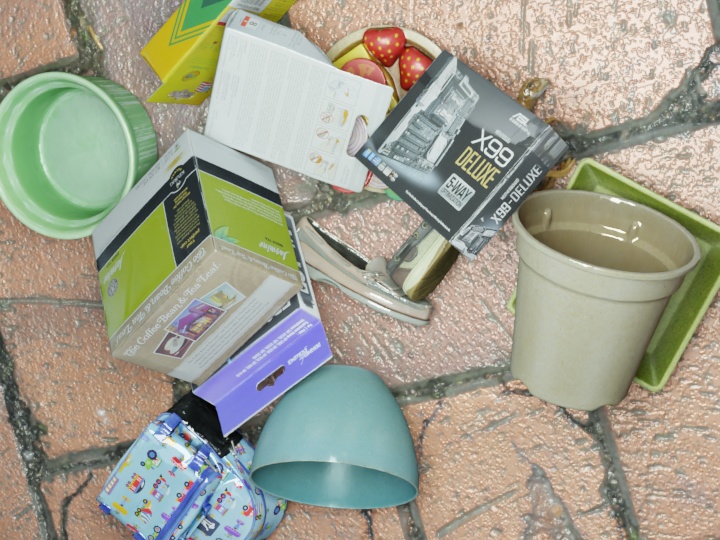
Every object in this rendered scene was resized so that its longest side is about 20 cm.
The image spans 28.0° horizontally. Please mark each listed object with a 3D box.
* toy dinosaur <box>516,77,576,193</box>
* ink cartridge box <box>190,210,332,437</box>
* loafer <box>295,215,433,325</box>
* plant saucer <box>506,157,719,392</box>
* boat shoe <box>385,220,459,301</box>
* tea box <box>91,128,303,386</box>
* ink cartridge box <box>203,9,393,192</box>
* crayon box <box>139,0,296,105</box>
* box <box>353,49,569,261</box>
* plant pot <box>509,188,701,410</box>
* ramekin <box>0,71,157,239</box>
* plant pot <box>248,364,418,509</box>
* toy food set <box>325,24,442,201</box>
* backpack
[{"bbox_3d":[0.175,-0.117,1.606,0.106,0.060,0.201,27,67,-19],"label":"toy dinosaur"},{"bbox_3d":[-0.132,0.062,1.705,0.198,0.043,0.201,-38,54,30],"label":"ink cartridge box"},{"bbox_3d":[0.000,0.000,1.708,0.199,0.072,0.063,25,100,15],"label":"loafer"},{"bbox_3d":[0.296,0.002,1.621,0.199,0.048,0.201,29,109,10],"label":"plant saucer"},{"bbox_3d":[0.099,-0.061,1.653,0.065,0.073,0.201,38,95,21],"label":"boat shoe"},{"bbox_3d":[-0.192,-0.013,1.659,0.200,0.133,0.198,-42,44,28],"label":"tea box"},{"bbox_3d":[-0.069,-0.191,1.638,0.198,0.050,0.163,19,133,0],"label":"ink cartridge box"},{"bbox_3d":[-0.168,-0.277,1.669,0.200,0.127,0.051,-45,76,20],"label":"crayon box"},{"bbox_3d":[0.104,-0.126,1.540,0.158,0.050,0.200,-49,45,5],"label":"box"},{"bbox_3d":[0.241,0.039,1.534,0.199,0.201,0.185,16,117,14],"label":"plant pot"},{"bbox_3d":[-0.346,-0.145,1.771,0.198,0.098,0.202,4,102,17],"label":"ramekin"},{"bbox_3d":[-0.025,0.190,1.704,0.198,0.200,0.136,-2,66,18],"label":"plant pot"},{"bbox_3d":[0.027,-0.181,1.670,0.197,0.049,0.201,-32,90,21],"label":"toy food set"},{"bbox_3d":[-0.201,0.280,1.793,0.200,0.135,0.183,43,111,3],"label":"backpack"}]
